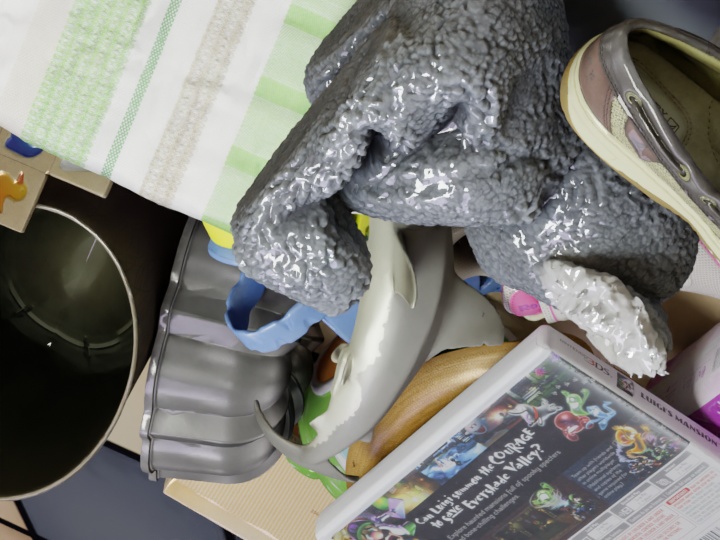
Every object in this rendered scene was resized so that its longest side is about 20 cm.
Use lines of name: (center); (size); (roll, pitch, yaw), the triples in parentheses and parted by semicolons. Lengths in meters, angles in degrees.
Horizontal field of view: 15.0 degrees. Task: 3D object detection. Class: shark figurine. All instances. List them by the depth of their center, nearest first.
shark figurine: (0.023, 0.040, 1.382); (0.089, 0.215, 0.128); (9, -155, -23)

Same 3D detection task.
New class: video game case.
video game case: (0.105, 0.132, 1.477); (0.181, 0.023, 0.200); (33, 129, -20)

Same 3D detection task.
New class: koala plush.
koala plush: (0.077, -0.047, 1.259); (0.200, 0.178, 0.184); (35, 134, -11)

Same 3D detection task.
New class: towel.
towel: (-0.105, -0.116, 1.384); (0.199, 0.150, 0.031); (26, -163, 2)

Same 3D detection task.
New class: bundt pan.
bundt pan: (-0.063, 0.030, 1.576); (0.075, 0.203, 0.202); (13, 157, 6)

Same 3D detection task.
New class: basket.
basket: (-0.167, 0.011, 1.545); (0.135, 0.181, 0.200); (27, -156, 2)

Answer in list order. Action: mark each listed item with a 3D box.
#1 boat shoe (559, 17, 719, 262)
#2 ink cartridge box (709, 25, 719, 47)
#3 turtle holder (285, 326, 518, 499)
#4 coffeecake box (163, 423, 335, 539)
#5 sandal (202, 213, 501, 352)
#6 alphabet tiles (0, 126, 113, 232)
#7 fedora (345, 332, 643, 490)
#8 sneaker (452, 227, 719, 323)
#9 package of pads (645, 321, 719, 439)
boat shoe: (0.176, -0.037, 1.169); (0.200, 0.072, 0.066); (36, 166, -1)
ink cartridge box: (0.269, -0.054, 1.169); (0.198, 0.044, 0.200); (37, 160, -19)
turtle holder: (0.052, 0.098, 1.636); (0.186, 0.140, 0.132); (57, 145, 24)
coffeecake box: (-0.040, 0.123, 1.786); (0.153, 0.073, 0.200); (30, -168, -7)
sandal: (0.000, 0.000, 1.479); (0.199, 0.088, 0.079); (2, -162, -25)
alphabet tiles: (-0.200, -0.120, 1.434); (0.199, 0.167, 0.006); (23, 177, 14)
fedora: (0.089, 0.097, 1.523); (0.199, 0.082, 0.201); (6, 131, 7)
sneaker: (0.115, -0.008, 1.401); (0.199, 0.089, 0.081); (15, 155, 31)
package of pads: (0.229, 0.078, 1.476); (0.120, 0.076, 0.200); (28, 159, -4)
